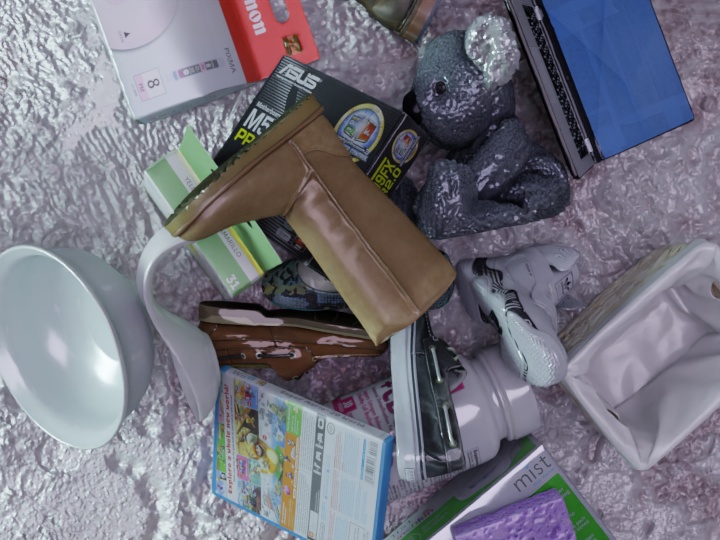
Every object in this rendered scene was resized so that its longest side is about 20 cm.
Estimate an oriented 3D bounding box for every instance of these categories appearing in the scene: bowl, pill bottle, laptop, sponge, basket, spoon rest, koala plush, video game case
[{"bbox_3d":[-0.263,0.060,0.947,0.199,0.090,0.204,14,117,31],"label":"bowl"},{"bbox_3d":[0.071,0.151,0.987,0.198,0.113,0.115,-22,94,-5],"label":"pill bottle"},{"bbox_3d":[0.243,-0.209,0.983,0.115,0.200,0.189,-21,94,23],"label":"laptop"},{"bbox_3d":[0.172,0.323,0.950,0.110,0.030,0.202,-20,96,-4],"label":"sponge"},{"bbox_3d":[0.296,0.079,1.000,0.200,0.123,0.136,-41,95,-2],"label":"basket"},{"bbox_3d":[-0.170,0.052,0.920,0.060,0.099,0.202,-14,122,-20],"label":"spoon rest"},{"bbox_3d":[0.107,-0.140,0.962,0.182,0.177,0.203,-10,92,-17],"label":"koala plush"},{"bbox_3d":[-0.061,0.188,0.948,0.198,0.018,0.145,18,115,29],"label":"video game case"}]

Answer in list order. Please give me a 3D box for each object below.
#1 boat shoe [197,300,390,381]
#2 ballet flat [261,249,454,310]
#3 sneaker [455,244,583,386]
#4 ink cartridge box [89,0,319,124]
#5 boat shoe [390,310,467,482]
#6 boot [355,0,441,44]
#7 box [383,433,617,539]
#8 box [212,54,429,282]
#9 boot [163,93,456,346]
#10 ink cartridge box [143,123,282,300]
[{"bbox_3d":[-0.068,0.075,0.999,0.197,0.072,0.069,6,96,5],"label":"boat shoe"},{"bbox_3d":[0.000,0.000,0.995,0.197,0.074,0.075,-1,92,-11],"label":"ballet flat"},{"bbox_3d":[0.177,0.032,0.960,0.114,0.200,0.076,-18,120,-11],"label":"sneaker"},{"bbox_3d":[-0.159,-0.257,0.987,0.198,0.057,0.164,-20,93,1],"label":"ink cartridge box"},{"bbox_3d":[0.064,0.100,0.920,0.070,0.072,0.202,-3,60,1],"label":"boat shoe"},{"bbox_3d":[0.058,-0.340,0.990,0.096,0.075,0.202,24,91,-8],"label":"boot"},{"bbox_3d":[0.149,0.293,1.009,0.199,0.097,0.177,-38,97,-2],"label":"box"},{"bbox_3d":[-0.051,-0.103,0.936,0.044,0.199,0.161,33,92,-47],"label":"box"},{"bbox_3d":[-0.035,-0.019,0.810,0.175,0.066,0.201,-41,103,-15],"label":"boot"},{"bbox_3d":[-0.142,-0.046,0.918,0.048,0.200,0.146,-36,94,-11],"label":"ink cartridge box"}]
